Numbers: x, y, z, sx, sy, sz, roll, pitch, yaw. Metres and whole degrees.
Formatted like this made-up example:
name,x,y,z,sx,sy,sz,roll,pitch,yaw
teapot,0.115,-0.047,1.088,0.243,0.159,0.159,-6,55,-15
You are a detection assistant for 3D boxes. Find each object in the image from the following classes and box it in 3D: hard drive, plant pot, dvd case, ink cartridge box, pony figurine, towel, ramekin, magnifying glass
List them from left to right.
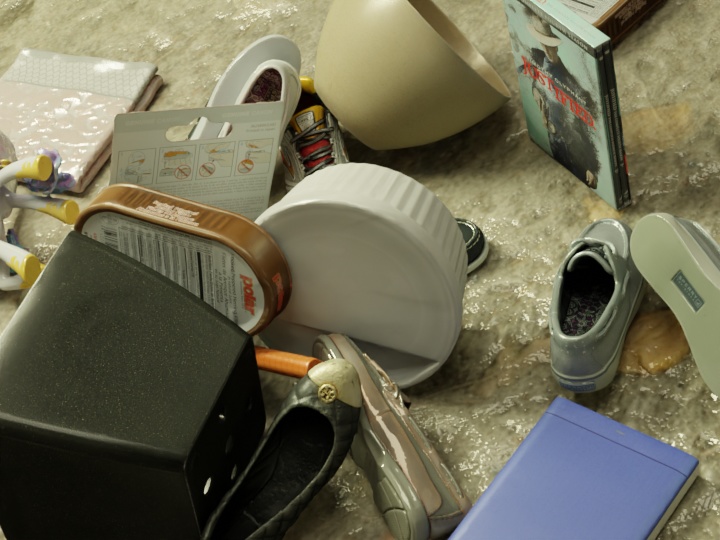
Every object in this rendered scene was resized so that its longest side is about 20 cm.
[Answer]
name,x,y,z,sx,sy,sz,roll,pitch,yaw
pony figurine,-0.371,-0.066,1.477,0.200,0.166,0.193,-1,79,34
towel,-0.342,-0.170,1.650,0.200,0.032,0.191,11,52,26
plant pot,-0.187,0.121,1.232,0.177,0.200,0.200,15,52,14
ink cartridge box,-0.162,-0.070,1.352,0.162,0.200,0.050,-8,37,-26
magnifying glass,-0.105,0.073,1.296,0.200,0.080,0.022,6,73,44
ramekin,0.000,0.000,1.284,0.202,0.203,0.094,4,36,19
plant pot,0.032,-0.198,1.478,0.134,0.200,0.200,-42,44,14
hard drive,0.155,0.198,1.163,0.132,0.025,0.200,23,57,32
dvd case,0.188,-0.164,1.373,0.022,0.200,0.146,-31,48,-13

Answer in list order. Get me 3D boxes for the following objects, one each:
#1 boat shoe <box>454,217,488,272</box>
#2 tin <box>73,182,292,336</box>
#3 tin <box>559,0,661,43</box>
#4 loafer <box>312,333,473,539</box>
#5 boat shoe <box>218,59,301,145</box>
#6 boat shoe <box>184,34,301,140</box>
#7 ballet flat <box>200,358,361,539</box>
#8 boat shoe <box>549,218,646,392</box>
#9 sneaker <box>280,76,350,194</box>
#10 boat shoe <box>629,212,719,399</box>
name,x,y,z,sx,sy,sz,roll,pitch,yaw
boat shoe,0.017,-0.019,1.383,0.200,0.060,0.076,-13,46,4
tin,-0.153,-0.006,1.266,0.200,0.112,0.042,16,42,20
tin,0.244,-0.290,1.584,0.200,0.042,0.112,-42,45,-23
loafer,0.024,0.134,1.229,0.063,0.072,0.200,-15,59,-22
boat shoe,-0.112,-0.106,1.432,0.072,0.069,0.200,30,97,4
boat shoe,-0.131,-0.151,1.495,0.200,0.069,0.057,-55,22,9
ballet flat,-0.059,0.159,1.186,0.066,0.057,0.200,32,92,12
boat shoe,0.202,0.012,1.277,0.070,0.072,0.201,3,42,18
sneaker,-0.049,-0.112,1.475,0.078,0.082,0.200,-18,46,-1
boat shoe,0.302,0.033,1.239,0.071,0.070,0.201,-6,56,-41
